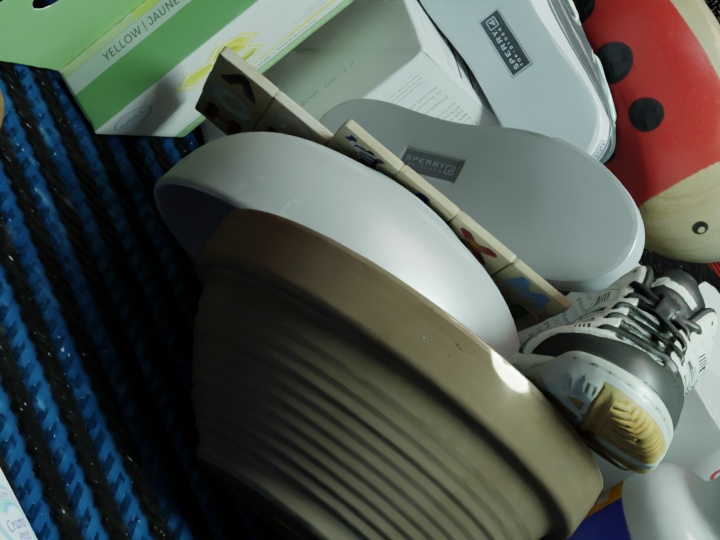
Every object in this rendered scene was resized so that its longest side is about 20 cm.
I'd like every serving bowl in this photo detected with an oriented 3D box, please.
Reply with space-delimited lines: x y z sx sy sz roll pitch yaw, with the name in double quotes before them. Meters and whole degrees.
"serving bowl" 0.000 0.000 0.775 0.200 0.066 0.200 36 -15 11

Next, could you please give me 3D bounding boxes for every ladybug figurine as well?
"ladybug figurine" 0.161 -0.095 0.956 0.072 0.136 0.201 -16 74 -28

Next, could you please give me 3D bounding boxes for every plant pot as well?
"plant pot" -0.005 0.072 0.695 0.200 0.093 0.201 35 -15 11

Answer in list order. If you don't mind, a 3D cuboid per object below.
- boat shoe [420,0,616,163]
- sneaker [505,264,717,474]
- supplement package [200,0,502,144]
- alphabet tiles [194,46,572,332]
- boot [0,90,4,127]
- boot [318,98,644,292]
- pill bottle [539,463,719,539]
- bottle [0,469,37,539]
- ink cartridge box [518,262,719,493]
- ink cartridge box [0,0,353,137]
"boat shoe" 0.086 -0.146 0.918 0.201 0.072 0.068 61 23 9
"sneaker" 0.112 0.033 0.703 0.075 0.088 0.200 34 0 8
"supplement package" 0.022 -0.081 0.999 0.200 0.151 0.151 36 26 -41
"alphabet tiles" 0.001 -0.032 0.820 0.200 0.008 0.167 39 -15 -4
"boot" -0.186 -0.080 0.620 0.074 0.075 0.200 55 17 14
"boot" 0.068 -0.026 0.842 0.199 0.074 0.096 26 -13 36
"pill bottle" 0.122 0.156 0.732 0.112 0.199 0.112 47 20 -23
"bottle" -0.154 0.047 0.479 0.201 0.065 0.083 59 18 17
"ink cartridge box" 0.133 0.100 0.866 0.128 0.200 0.126 30 28 -48
"ink cartridge box" -0.092 -0.126 0.817 0.048 0.145 0.200 57 19 7
